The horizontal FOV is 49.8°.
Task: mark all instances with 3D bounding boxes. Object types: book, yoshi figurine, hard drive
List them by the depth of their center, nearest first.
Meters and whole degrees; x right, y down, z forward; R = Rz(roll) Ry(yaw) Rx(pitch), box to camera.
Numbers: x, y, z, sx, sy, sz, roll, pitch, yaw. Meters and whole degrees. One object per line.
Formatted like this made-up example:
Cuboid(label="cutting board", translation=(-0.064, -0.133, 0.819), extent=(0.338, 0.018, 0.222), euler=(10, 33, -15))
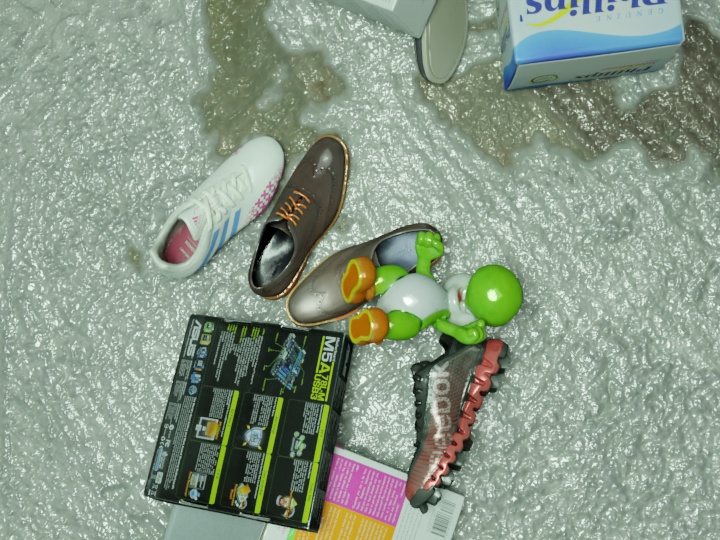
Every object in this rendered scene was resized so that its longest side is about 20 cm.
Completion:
Cuboid(label="yoshi figurine", translation=(0.087, 0.026, 0.798), extent=(0.195, 0.112, 0.115), euler=(1, 109, -27))
Cuboid(label="book", translation=(0.001, 0.273, 0.843), extent=(0.196, 0.048, 0.137), euler=(23, 83, -5))
Cuboid(label="hard drive", translation=(-0.135, 0.245, 0.880), extent=(0.136, 0.033, 0.205), euler=(16, 88, 6))

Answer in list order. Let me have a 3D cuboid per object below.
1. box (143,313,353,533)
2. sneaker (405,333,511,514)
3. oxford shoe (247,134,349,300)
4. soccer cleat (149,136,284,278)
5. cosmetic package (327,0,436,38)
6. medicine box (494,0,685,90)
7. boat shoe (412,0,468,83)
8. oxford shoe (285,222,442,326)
Cuboid(label="box", translation=(-0.116, 0.156, 0.826), extent=(0.188, 0.048, 0.205), euler=(5, 70, 14))
Cuboid(label="sneaker", translation=(0.085, 0.154, 0.839), extent=(0.096, 0.071, 0.204), euler=(24, 76, 10))
Cuboid(label="oxford shoe", translation=(-0.067, -0.061, 0.873), extent=(0.070, 0.073, 0.204), euler=(23, 88, 7))
Cuboid(label="soccer cleat", translation=(-0.159, -0.070, 0.875), extent=(0.070, 0.086, 0.201), euler=(40, 90, 6))
Cuboid(label="cosmetic package", translation=(-0.007, -0.348, 0.847), extent=(0.198, 0.084, 0.110), euler=(31, 99, 25))
Cuboid(label="medicine box", translation=(0.240, -0.318, 0.848), extent=(0.177, 0.103, 0.206), euler=(-6, 85, 5))
Cuboid(label="boat shoe", translation=(0.080, -0.316, 0.895), extent=(0.062, 0.071, 0.206), euler=(3, 92, 48))
Cuboid(label="oxford shoe", translation=(0.000, 0.000, 0.863), extent=(0.197, 0.073, 0.072), euler=(-30, 84, 3))
